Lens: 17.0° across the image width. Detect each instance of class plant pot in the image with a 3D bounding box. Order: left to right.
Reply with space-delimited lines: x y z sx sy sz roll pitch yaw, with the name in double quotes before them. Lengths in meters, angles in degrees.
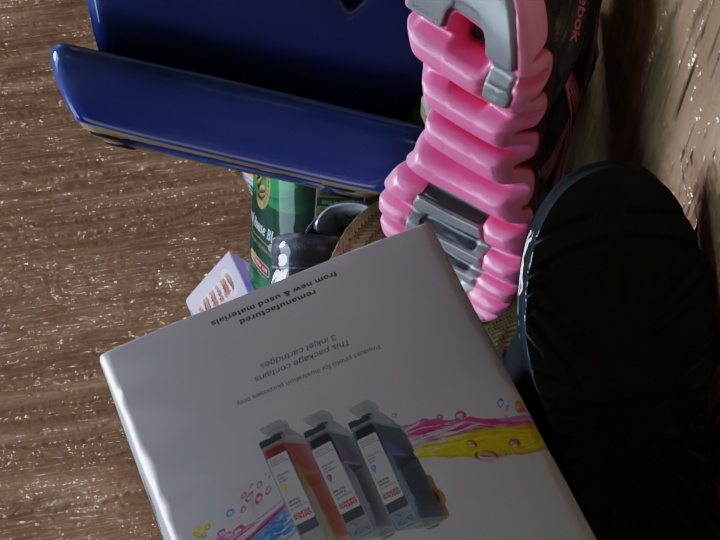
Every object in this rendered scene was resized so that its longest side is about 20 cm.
"plant pot" -0.039 -0.134 1.100 0.200 0.198 0.181 -174 96 -86

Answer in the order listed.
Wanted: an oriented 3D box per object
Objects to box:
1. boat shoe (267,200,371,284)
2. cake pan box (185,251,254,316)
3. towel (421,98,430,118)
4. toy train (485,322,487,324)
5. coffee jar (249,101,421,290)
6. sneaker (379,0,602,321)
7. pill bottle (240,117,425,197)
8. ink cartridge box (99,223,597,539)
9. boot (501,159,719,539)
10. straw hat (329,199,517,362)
"boat shoe" 0.000 0.000 1.160 0.200 0.071 0.068 -12 -81 -70
"cake pan box" -0.007 0.095 1.478 0.052 0.184 0.200 -49 33 16
"towel" 0.046 -0.137 1.328 0.201 0.034 0.133 -106 8 -47
"toy train" 0.054 0.061 1.331 0.200 0.084 0.115 97 173 -69
"coffee jar" -0.012 -0.078 1.279 0.104 0.085 0.202 -130 41 -67
"sneaker" 0.065 -0.064 0.990 0.079 0.095 0.201 34 142 22
"pill bottle" 0.000 -0.034 1.444 0.113 0.111 0.201 -105 -7 -47
"ink cartridge box" 0.008 0.118 0.914 0.146 0.144 0.201 76 172 -49
"boot" 0.092 0.045 0.957 0.162 0.073 0.200 -125 23 -76
"straw hat" 0.065 0.050 1.093 0.201 0.084 0.203 18 -112 -57
